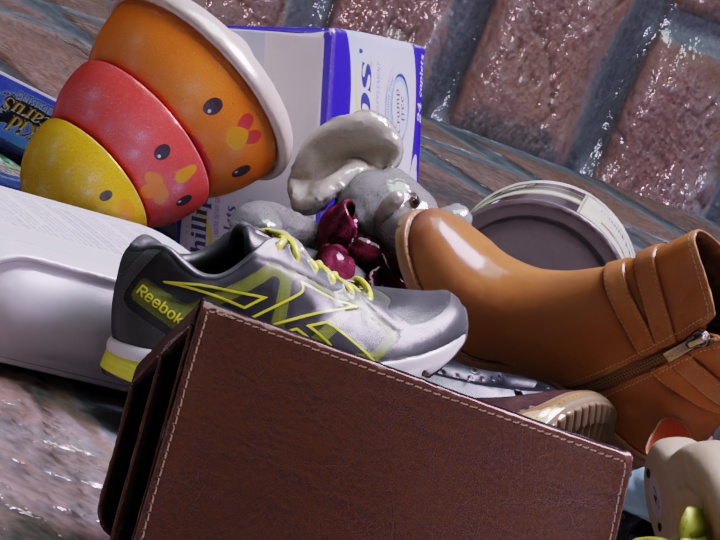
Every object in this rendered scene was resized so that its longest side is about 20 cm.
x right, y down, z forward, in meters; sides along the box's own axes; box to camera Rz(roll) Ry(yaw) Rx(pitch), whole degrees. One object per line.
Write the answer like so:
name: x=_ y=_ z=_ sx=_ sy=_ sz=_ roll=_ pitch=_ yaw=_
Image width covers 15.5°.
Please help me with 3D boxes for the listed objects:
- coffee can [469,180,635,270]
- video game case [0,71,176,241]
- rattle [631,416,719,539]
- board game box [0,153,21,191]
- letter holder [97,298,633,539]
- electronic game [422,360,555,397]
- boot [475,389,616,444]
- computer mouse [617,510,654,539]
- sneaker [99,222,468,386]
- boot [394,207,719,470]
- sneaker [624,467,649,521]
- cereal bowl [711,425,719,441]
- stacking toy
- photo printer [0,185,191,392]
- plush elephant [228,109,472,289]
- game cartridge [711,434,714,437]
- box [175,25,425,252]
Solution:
coffee can: x=0.123 y=0.016 z=1.876 sx=0.146 sy=0.147 sz=0.200 roll=23 pitch=8 yaw=4
video game case: x=-0.195 y=-0.078 z=1.843 sx=0.200 sy=0.046 sz=0.181 roll=27 pitch=-4 yaw=27
rattle: x=0.129 y=0.140 z=1.323 sx=0.142 sy=0.131 sz=0.200 roll=-22 pitch=30 yaw=-4
board game box: x=-0.313 y=-0.079 z=1.677 sx=0.200 sy=0.041 sz=0.199 roll=15 pitch=11 yaw=-45
letter holder: x=-0.006 y=0.121 z=1.105 sx=0.199 sy=0.143 sz=0.101 roll=20 pitch=-23 yaw=-14
electronic game: x=0.053 y=0.069 z=1.687 sx=0.199 sy=0.042 sz=0.200 roll=13 pitch=11 yaw=-2
boot: x=0.025 y=0.078 z=1.392 sx=0.166 sy=0.073 sz=0.200 roll=24 pitch=24 yaw=31
computer mouse: x=0.074 y=0.135 z=1.418 sx=0.199 sy=0.034 sz=0.059 roll=19 pitch=36 yaw=7
sneaker: x=-0.035 y=0.017 z=1.361 sx=0.199 sy=0.085 sz=0.074 roll=-4 pitch=14 yaw=-23
boot: x=0.125 y=0.018 z=1.435 sx=0.200 sy=0.155 sz=0.077 roll=51 pitch=44 yaw=-3
sneaker: x=0.139 y=0.109 z=1.551 sx=0.199 sy=0.082 sz=0.074 roll=19 pitch=8 yaw=-26
cereal bowl: x=0.281 y=0.122 z=1.490 sx=0.199 sy=0.201 sz=0.083 roll=20 pitch=-4 yaw=-16
stacking toy: x=-0.150 y=-0.058 z=1.568 sx=0.146 sy=0.200 sz=0.146 roll=37 pitch=-22 yaw=18
photo printer: x=-0.169 y=0.006 z=1.426 sx=0.199 sy=0.070 sz=0.166 roll=16 pitch=11 yaw=-37
plush elephant: x=0.000 y=0.000 z=1.546 sx=0.165 sy=0.155 sz=0.200 roll=53 pitch=-15 yaw=-18
game cartridge: x=0.266 y=0.119 z=1.595 sx=0.200 sy=0.040 sz=0.133 roll=52 pitch=25 yaw=-12
box: x=-0.037 y=-0.065 z=1.748 sx=0.104 sy=0.185 sz=0.200 roll=4 pitch=3 yaw=19
